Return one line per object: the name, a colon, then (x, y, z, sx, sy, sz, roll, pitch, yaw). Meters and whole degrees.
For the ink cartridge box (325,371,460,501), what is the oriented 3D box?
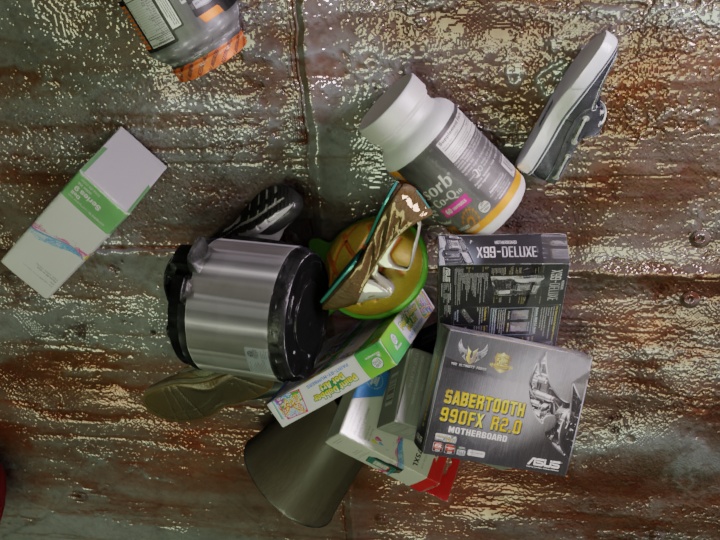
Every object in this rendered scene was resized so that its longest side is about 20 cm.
ink cartridge box: (0.065, 0.227, 1.283, 0.199, 0.117, 0.067, 28, 151, -9)

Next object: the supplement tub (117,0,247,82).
supplement tub: (-0.221, -0.329, 1.059, 0.122, 0.123, 0.201, -20, 117, 21)

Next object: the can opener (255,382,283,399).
can opener: (-0.193, 0.181, 1.421, 0.198, 0.053, 0.066, -12, 153, 19)

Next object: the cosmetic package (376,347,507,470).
cosmetic package: (0.132, 0.189, 1.235, 0.198, 0.108, 0.090, 17, 159, -11)

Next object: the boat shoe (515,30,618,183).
boat shoe: (0.259, -0.187, 1.090, 0.067, 0.072, 0.201, 25, 125, -4)

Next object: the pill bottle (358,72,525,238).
pill bottle: (0.099, -0.137, 1.123, 0.200, 0.117, 0.116, 42, 119, -16)

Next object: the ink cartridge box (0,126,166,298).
ink cartridge box: (-0.370, -0.076, 1.228, 0.087, 0.146, 0.200, 41, 120, -15)

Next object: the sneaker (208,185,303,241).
sneaker: (-0.141, -0.043, 1.261, 0.080, 0.074, 0.199, 37, 127, -26)

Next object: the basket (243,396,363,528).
basket: (-0.058, 0.258, 1.390, 0.180, 0.136, 0.201, 44, 116, 12)

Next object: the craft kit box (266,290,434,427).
craft kit box: (-0.009, 0.113, 1.249, 0.197, 0.200, 0.049, -35, 95, 27)

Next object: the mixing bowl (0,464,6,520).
mixing bowl: (-0.692, 0.370, 1.585, 0.198, 0.109, 0.202, 5, 122, 8)

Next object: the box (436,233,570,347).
box: (0.174, 0.037, 1.160, 0.156, 0.050, 0.201, -1, 140, 4)

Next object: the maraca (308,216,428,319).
maraca: (0.000, 0.000, 1.230, 0.198, 0.139, 0.107, -11, 163, 26)

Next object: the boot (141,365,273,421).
boot: (-0.210, 0.129, 1.321, 0.198, 0.155, 0.072, -18, 124, 13)

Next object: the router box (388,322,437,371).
router box: (0.149, 0.145, 1.327, 0.199, 0.052, 0.158, -28, 113, 24)

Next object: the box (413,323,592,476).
box: (0.181, 0.164, 1.160, 0.198, 0.048, 0.160, 12, 94, -13)

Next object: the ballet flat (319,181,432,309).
ballet flat: (0.024, -0.013, 1.123, 0.072, 0.068, 0.201, 33, 112, 0)

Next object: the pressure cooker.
pressure cooker: (-0.155, 0.045, 1.166, 0.198, 0.178, 0.178, 5, 94, 18)
